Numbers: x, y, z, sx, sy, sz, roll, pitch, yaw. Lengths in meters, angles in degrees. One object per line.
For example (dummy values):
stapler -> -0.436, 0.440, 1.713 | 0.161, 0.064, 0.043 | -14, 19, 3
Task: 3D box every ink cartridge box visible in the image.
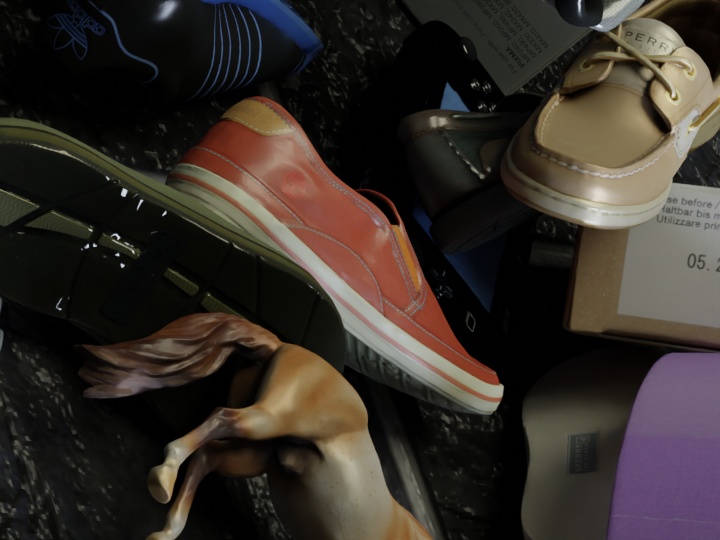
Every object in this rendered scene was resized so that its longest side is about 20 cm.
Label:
ink cartridge box -> 0.203, 0.007, 1.243 | 0.165, 0.200, 0.075 | 14, 84, -79
ink cartridge box -> 0.128, -0.189, 1.365 | 0.083, 0.200, 0.146 | 48, 31, -6

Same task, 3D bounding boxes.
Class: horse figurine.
horse figurine -> -0.025, 0.089, 1.011 | 0.133, 0.050, 0.200 | -49, 117, -44

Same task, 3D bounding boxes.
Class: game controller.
game controller -> 0.043, -0.032, 1.250 | 0.104, 0.042, 0.200 | 43, 34, -20

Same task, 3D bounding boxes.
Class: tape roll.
tape roll -> 0.159, 0.135, 1.138 | 0.200, 0.066, 0.200 | 1, 90, -68

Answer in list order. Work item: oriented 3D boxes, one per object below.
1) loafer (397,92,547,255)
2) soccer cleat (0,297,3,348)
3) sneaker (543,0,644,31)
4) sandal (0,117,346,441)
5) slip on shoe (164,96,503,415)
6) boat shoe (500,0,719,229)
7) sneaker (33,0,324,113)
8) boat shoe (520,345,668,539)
loafer -> 0.080, -0.060, 1.237 | 0.063, 0.072, 0.200 | 58, 28, 4
soccer cleat -> -0.181, -0.042, 0.935 | 0.073, 0.068, 0.200 | 4, 56, -36
sneaker -> 0.051, -0.143, 1.141 | 0.200, 0.075, 0.116 | -11, 44, -11
sandal -> -0.080, -0.001, 1.022 | 0.201, 0.080, 0.057 | 40, 8, -33
slip on shoe -> 0.000, 0.000, 1.105 | 0.200, 0.074, 0.061 | 43, 72, -39
boat shoe -> 0.116, -0.077, 1.166 | 0.074, 0.069, 0.200 | 23, 27, 12
sneaker -> -0.077, -0.103, 1.135 | 0.070, 0.078, 0.200 | 48, 7, 15
boat shoe -> 0.111, 0.098, 1.203 | 0.200, 0.072, 0.069 | -83, 163, -66
